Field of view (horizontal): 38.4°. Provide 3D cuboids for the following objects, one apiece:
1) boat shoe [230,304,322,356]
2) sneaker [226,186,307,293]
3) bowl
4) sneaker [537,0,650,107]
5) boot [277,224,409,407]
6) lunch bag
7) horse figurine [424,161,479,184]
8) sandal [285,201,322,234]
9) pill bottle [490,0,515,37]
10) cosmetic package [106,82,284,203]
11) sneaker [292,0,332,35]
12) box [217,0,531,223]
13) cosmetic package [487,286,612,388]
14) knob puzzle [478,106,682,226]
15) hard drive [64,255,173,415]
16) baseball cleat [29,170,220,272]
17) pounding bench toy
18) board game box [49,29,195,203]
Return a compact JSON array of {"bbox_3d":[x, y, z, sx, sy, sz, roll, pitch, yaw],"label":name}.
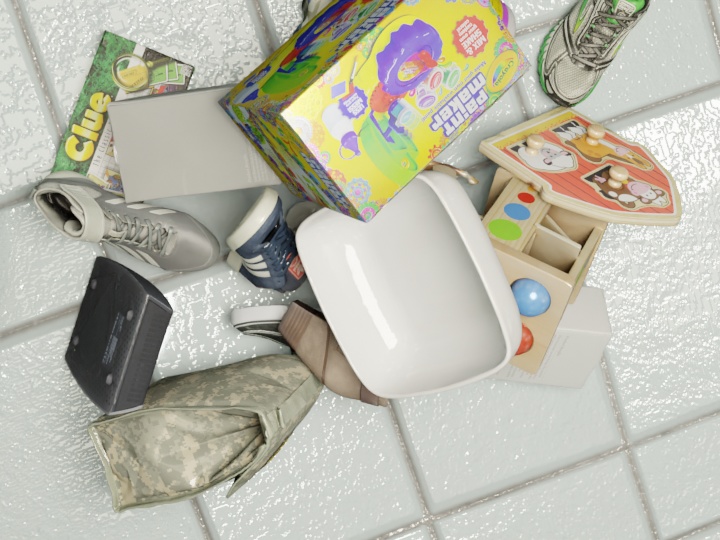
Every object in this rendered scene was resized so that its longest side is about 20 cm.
[{"bbox_3d":[-0.046,0.079,1.143,0.198,0.074,0.068,8,80,-16],"label":"boat shoe"},{"bbox_3d":[-0.086,-0.023,1.064,0.084,0.200,0.075,37,78,1],"label":"sneaker"},{"bbox_3d":[0.052,0.010,0.961,0.075,0.200,0.200,-30,97,-47],"label":"bowl"},{"bbox_3d":[0.263,-0.274,1.141,0.078,0.085,0.201,27,92,-8],"label":"sneaker"},{"bbox_3d":[0.011,0.037,1.063,0.146,0.070,0.200,31,109,6],"label":"boot"},{"bbox_3d":[-0.144,0.161,1.064,0.199,0.164,0.118,-15,97,19],"label":"lunch bag"},{"bbox_3d":[0.034,-0.079,1.148,0.132,0.050,0.200,37,91,-6],"label":"horse figurine"},{"bbox_3d":[0.004,-0.005,1.116,0.203,0.050,0.083,46,121,11],"label":"sandal"},{"bbox_3d":[0.060,-0.279,1.076,0.200,0.104,0.105,27,92,-32],"label":"pill bottle"},{"bbox_3d":[-0.147,-0.136,1.059,0.199,0.090,0.107,-4,104,11],"label":"cosmetic package"},{"bbox_3d":[-0.032,-0.243,1.117,0.085,0.077,0.201,19,93,-12],"label":"sneaker"},{"bbox_3d":[0.007,-0.164,0.920,0.200,0.193,0.122,-44,114,-10],"label":"box"},{"bbox_3d":[0.163,0.065,1.144,0.199,0.071,0.102,8,137,-7],"label":"cosmetic package"},{"bbox_3d":[0.251,-0.111,1.077,0.219,0.220,0.031,12,126,-7],"label":"knob puzzle"},{"bbox_3d":[-0.250,0.064,1.061,0.042,0.200,0.135,17,93,-30],"label":"hard drive"},{"bbox_3d":[-0.246,-0.039,1.072,0.199,0.106,0.070,20,107,-5],"label":"baseball cleat"},{"bbox_3d":[0.124,-0.015,1.047,0.199,0.156,0.125,26,133,14],"label":"pounding bench toy"},{"bbox_3d":[-0.264,-0.147,1.124,0.104,0.023,0.201,21,92,-6],"label":"board game box"}]
